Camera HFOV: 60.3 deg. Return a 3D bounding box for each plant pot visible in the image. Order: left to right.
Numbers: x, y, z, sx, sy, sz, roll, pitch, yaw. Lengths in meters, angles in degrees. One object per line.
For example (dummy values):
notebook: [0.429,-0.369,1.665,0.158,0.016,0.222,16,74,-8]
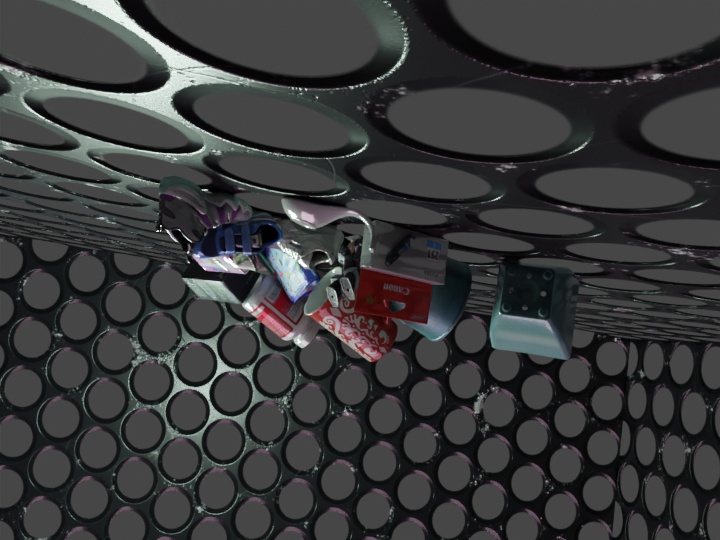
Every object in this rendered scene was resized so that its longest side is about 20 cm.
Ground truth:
plant pot: [0.135,0.035,1.476,0.184,0.205,0.199,26,170,-15]
plant pot: [0.397,0.076,1.444,0.190,0.202,0.200,6,164,24]

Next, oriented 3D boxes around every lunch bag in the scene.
lunch bag: [-0.162,-0.021,1.494,0.093,0.153,0.200,-30,174,-11]

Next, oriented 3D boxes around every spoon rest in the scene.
spoon rest: [-0.056,-0.098,1.153,0.195,0.062,0.099,23,174,4]

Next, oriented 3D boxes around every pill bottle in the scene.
pill bottle: [-0.202,0.106,1.615,0.199,0.114,0.112,42,163,-18]

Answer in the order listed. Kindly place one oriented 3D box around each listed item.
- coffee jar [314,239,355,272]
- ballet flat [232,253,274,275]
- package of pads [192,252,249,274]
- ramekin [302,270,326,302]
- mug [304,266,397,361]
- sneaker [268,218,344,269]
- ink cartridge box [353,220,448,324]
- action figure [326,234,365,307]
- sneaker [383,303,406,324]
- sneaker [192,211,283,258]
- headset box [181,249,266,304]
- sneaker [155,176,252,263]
coffee jar: [-0.019,-0.025,1.564,0.102,0.088,0.197,-2,168,43]
ballet flat: [-0.260,-0.052,1.364,0.068,0.067,0.203,47,167,50]
package of pads: [-0.312,-0.059,1.495,0.197,0.122,0.076,2,143,49]
ramekin: [-0.083,0.029,1.687,0.196,0.209,0.094,10,163,-16]
mug: [-0.006,0.104,1.412,0.199,0.135,0.176,42,152,-19]
sneaker: [-0.137,-0.056,1.348,0.193,0.102,0.076,3,147,14]
ink cartridge box: [0.087,0.008,1.268,0.195,0.182,0.044,12,173,-32]
action figure: [-0.004,-0.015,1.317,0.127,0.202,0.070,-8,124,36]
sneaker: [0.099,0.030,1.620,0.113,0.203,0.076,35,133,-27]
sneaker: [-0.245,-0.069,1.259,0.196,0.076,0.082,-21,-146,-33]
headset box: [-0.344,-0.014,1.630,0.196,0.177,0.093,4,144,41]
sneaker: [-0.298,-0.082,1.168,0.196,0.145,0.077,14,171,-41]
